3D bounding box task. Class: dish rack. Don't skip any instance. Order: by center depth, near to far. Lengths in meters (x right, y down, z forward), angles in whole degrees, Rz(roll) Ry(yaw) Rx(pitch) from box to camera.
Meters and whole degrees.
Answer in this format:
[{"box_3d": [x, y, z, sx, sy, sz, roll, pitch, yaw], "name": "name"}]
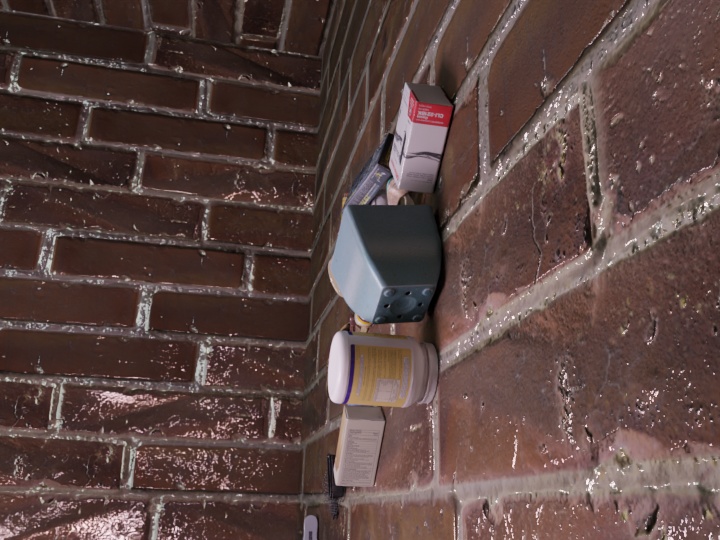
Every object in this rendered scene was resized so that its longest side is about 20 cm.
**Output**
[{"box_3d": [-0.092, 0.706, 2.283, 0.153, 0.054, 0.200, -94, 14, -45], "name": "dish rack"}]

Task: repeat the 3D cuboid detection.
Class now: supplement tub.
[{"box_3d": [0.043, 0.200, 1.416, 0.145, 0.200, 0.146, -174, 90, -80], "name": "supplement tub"}]

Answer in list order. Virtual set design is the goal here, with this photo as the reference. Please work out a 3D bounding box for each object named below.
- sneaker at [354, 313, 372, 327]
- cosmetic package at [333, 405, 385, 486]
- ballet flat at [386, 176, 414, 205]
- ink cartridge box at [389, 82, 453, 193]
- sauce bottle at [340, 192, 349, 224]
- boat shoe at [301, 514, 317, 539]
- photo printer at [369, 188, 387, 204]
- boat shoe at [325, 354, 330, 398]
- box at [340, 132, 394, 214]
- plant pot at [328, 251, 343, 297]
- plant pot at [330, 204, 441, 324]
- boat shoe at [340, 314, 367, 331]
[{"box_3d": [0.017, 0.063, 2.006, 0.200, 0.075, 0.090, -104, 29, -43], "name": "sneaker"}, {"box_3d": [-0.005, 0.452, 1.813, 0.071, 0.105, 0.200, -112, 31, -69], "name": "cosmetic package"}, {"box_3d": [0.097, -0.128, 1.635, 0.067, 0.068, 0.200, 36, 155, 31], "name": "ballet flat"}, {"box_3d": [0.127, -0.287, 1.528, 0.144, 0.084, 0.200, -102, 19, -59], "name": "ink cartridge box"}, {"box_3d": [-0.034, -0.163, 2.393, 0.066, 0.066, 0.200, 147, 126, -77], "name": "sauce bottle"}, {"box_3d": [-0.190, 1.023, 2.639, 0.057, 0.069, 0.200, 97, 179, -57], "name": "boat shoe"}, {"box_3d": [0.048, -0.109, 1.899, 0.166, 0.069, 0.200, 115, 158, -62], "name": "photo printer"}, {"box_3d": [-0.088, 0.340, 2.399, 0.068, 0.072, 0.200, -108, 23, -61], "name": "boat shoe"}, {"box_3d": [0.030, -0.247, 1.867, 0.200, 0.051, 0.158, -51, 13, 41], "name": "box"}, {"box_3d": [0.000, 0.000, 1.728, 0.200, 0.134, 0.200, 49, 151, 41], "name": "plant pot"}, {"box_3d": [0.065, 0.001, 1.467, 0.196, 0.196, 0.200, 106, 155, -44], "name": "plant pot"}, {"box_3d": [-0.027, 0.185, 2.146, 0.200, 0.072, 0.072, 115, 158, -61], "name": "boat shoe"}]
